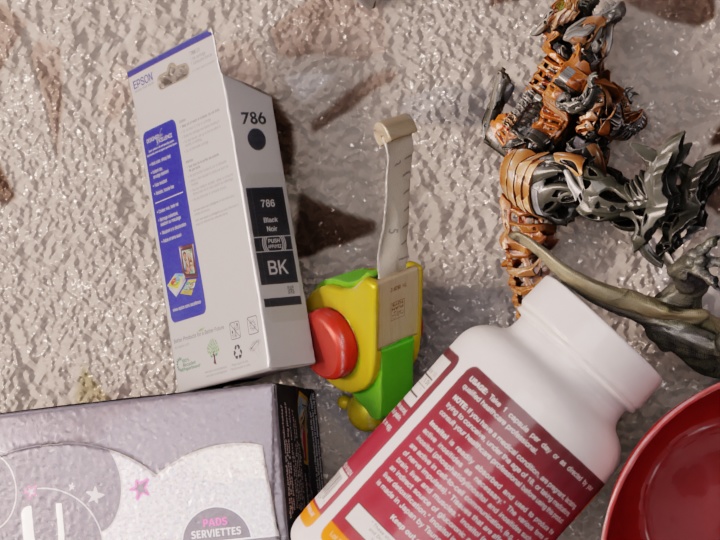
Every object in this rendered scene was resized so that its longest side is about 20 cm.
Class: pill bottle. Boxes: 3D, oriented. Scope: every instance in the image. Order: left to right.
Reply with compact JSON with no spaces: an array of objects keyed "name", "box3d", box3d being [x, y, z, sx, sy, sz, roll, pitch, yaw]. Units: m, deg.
[{"name":"pill bottle","box3d":[0.066,0.105,1.036,0.113,0.113,0.200,42,91,11]}]

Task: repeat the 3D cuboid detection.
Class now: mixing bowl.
[{"name":"mixing bowl","box3d":[0.215,0.142,1.036,0.199,0.108,0.201,-1,98,-5]}]

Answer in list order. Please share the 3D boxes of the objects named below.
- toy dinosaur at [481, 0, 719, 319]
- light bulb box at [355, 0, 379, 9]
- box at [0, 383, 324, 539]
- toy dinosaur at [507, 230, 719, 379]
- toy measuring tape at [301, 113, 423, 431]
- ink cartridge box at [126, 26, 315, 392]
[{"name":"toy dinosaur","box3d":[0.129,-0.054,1.105,0.135,0.102,0.201,15,114,25]},{"name":"light bulb box","box3d":[-0.032,-0.295,1.123,0.200,0.125,0.199,35,93,12]},{"name":"box","box3d":[-0.127,0.140,1.109,0.199,0.115,0.133,-7,84,10]},{"name":"toy dinosaur","box3d":[0.179,0.023,1.033,0.200,0.088,0.048,29,65,-24]},{"name":"toy measuring tape","box3d":[0.000,0.000,1.101,0.073,0.074,0.201,6,116,11]},{"name":"ink cartridge box","box3d":[-0.083,-0.034,1.128,0.099,0.039,0.201,-16,82,51]}]
